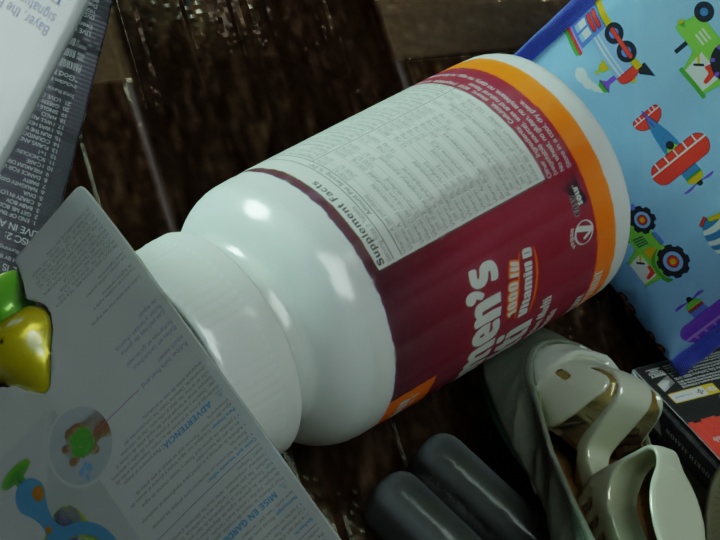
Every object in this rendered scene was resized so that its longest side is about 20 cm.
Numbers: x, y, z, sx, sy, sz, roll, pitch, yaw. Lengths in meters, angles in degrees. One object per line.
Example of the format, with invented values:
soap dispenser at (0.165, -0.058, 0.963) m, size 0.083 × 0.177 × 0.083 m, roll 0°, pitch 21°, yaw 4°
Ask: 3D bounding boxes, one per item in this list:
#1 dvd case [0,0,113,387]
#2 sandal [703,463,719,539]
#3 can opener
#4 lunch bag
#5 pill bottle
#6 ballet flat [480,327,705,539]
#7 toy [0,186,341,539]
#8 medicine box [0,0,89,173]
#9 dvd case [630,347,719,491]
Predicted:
dvd case at (-0.179, -0.067, 1.016) m, size 0.149 × 0.016 × 0.200 m, roll 20°, pitch 62°, yaw -18°
sandal at (0.161, 0.152, 0.979) m, size 0.054 × 0.080 × 0.200 m, roll 45°, pitch 42°, yaw -54°
can opener at (0.082, 0.153, 1.039) m, size 0.200 × 0.067 × 0.053 m, roll 43°, pitch 56°, yaw 11°
lunch bag at (0.165, -0.077, 1.072) m, size 0.094 × 0.200 × 0.151 m, roll -32°, pitch 83°, yaw -43°
pill bottle at (0.000, 0.000, 1.021) m, size 0.200 × 0.110 × 0.110 m, roll -29°, pitch 84°, yaw -33°
ballet flat at (0.098, 0.076, 1.022) m, size 0.067 × 0.064 × 0.200 m, roll 16°, pitch 37°, yaw -27°
toy at (-0.073, 0.081, 0.934) m, size 0.200 × 0.115 × 0.047 m, roll 51°, pitch 19°, yaw 21°
medicine box at (-0.195, -0.014, 0.870) m, size 0.103 × 0.182 × 0.200 m, roll 31°, pitch 67°, yaw -13°
dvd case at (0.221, 0.093, 1.086) m, size 0.146 × 0.022 × 0.200 m, roll -13°, pitch 42°, yaw -30°
